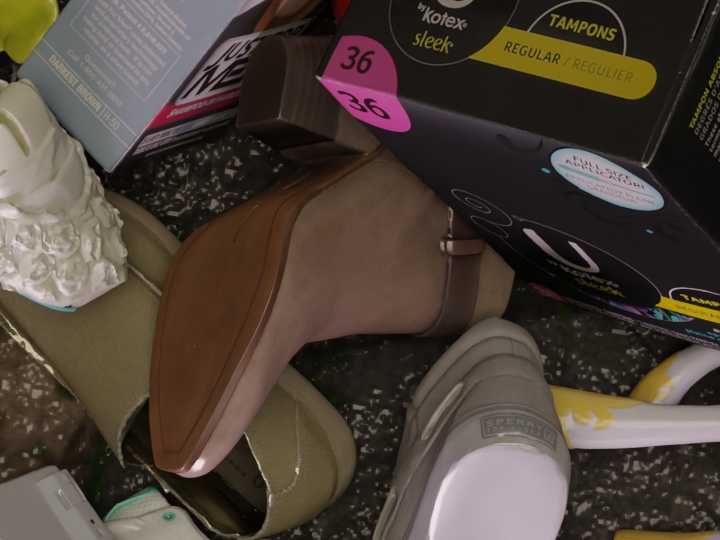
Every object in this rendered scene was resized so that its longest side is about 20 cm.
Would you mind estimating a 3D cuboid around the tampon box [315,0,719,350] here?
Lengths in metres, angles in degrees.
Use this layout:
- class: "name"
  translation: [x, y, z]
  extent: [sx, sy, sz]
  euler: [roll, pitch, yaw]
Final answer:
- class: "tampon box"
  translation: [0.109, -0.067, 0.926]
  extent: [0.149, 0.200, 0.127]
  euler: [17, 76, 37]

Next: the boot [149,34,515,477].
- class: "boot"
  translation: [0.000, 0.000, 0.985]
  extent: [0.146, 0.070, 0.201]
  euler: [22, 82, -41]

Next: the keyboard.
- class: "keyboard"
  translation: [-0.083, 0.164, 0.951]
  extent: [0.011, 0.056, 0.200]
  euler: [-44, 76, 35]

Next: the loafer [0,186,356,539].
- class: "loafer"
  translation: [-0.088, 0.037, 0.998]
  extent: [0.200, 0.068, 0.076]
  euler: [38, 119, -2]

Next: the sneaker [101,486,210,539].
- class: "sneaker"
  translation: [-0.109, 0.131, 1.013]
  extent: [0.198, 0.075, 0.089]
  euler: [11, 76, -9]

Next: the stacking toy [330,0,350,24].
- class: "stacking toy"
  translation: [0.009, -0.192, 1.021]
  extent: [0.085, 0.085, 0.202]
  euler: [-7, 95, -2]

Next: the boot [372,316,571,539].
- class: "boot"
  translation: [0.038, 0.118, 1.010]
  extent: [0.073, 0.096, 0.201]
  euler: [17, 122, -10]

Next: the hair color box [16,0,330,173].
- class: "hair color box"
  translation: [-0.040, -0.135, 0.958]
  extent: [0.061, 0.099, 0.200]
  euler: [45, 115, 9]

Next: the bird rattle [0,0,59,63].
- class: "bird rattle"
  translation: [-0.139, -0.188, 1.003]
  extent: [0.200, 0.113, 0.163]
  euler: [-44, 74, -6]

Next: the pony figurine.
- class: "pony figurine"
  translation: [0.198, 0.093, 0.991]
  extent: [0.199, 0.166, 0.194]
  euler: [-22, 80, 13]

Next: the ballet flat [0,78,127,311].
- class: "ballet flat"
  translation: [-0.162, -0.063, 0.928]
  extent: [0.200, 0.072, 0.072]
  euler: [41, 87, -8]
